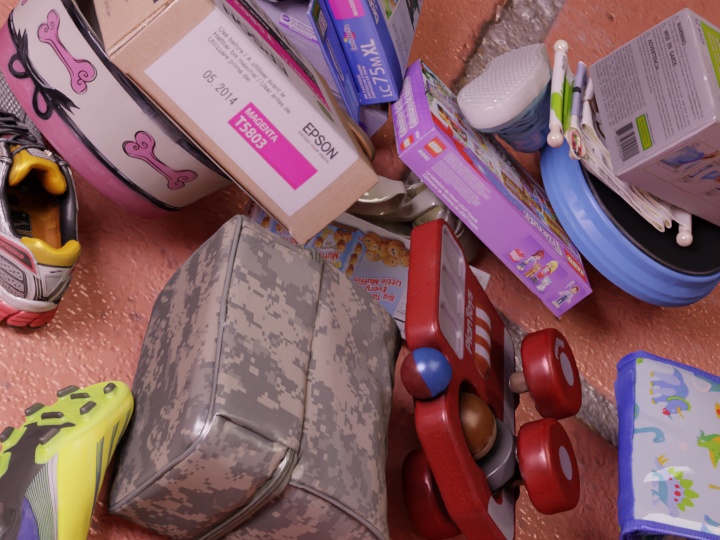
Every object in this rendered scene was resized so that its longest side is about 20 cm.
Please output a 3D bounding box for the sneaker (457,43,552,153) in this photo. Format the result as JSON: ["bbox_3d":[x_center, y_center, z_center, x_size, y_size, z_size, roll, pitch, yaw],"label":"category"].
[{"bbox_3d":[0.137,-0.134,1.321,0.082,0.074,0.200,68,23,-12],"label":"sneaker"}]

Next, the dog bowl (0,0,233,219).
[{"bbox_3d":[-0.168,-0.121,1.086,0.200,0.074,0.200,49,10,-12],"label":"dog bowl"}]

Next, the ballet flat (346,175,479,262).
[{"bbox_3d":[0.030,-0.045,1.248,0.200,0.069,0.069,6,54,-37],"label":"ballet flat"}]

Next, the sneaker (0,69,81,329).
[{"bbox_3d":[-0.222,-0.064,1.039,0.078,0.082,0.200,1,56,-40],"label":"sneaker"}]

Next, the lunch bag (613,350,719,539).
[{"bbox_3d":[0.270,0.175,1.218,0.200,0.127,0.170,35,41,-26],"label":"lunch bag"}]

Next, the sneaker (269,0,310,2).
[{"bbox_3d":[-0.089,-0.258,1.246,0.200,0.074,0.080,2,58,-37],"label":"sneaker"}]

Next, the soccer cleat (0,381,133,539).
[{"bbox_3d":[-0.183,0.141,0.932,0.084,0.065,0.200,64,29,-25],"label":"soccer cleat"}]

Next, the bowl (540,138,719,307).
[{"bbox_3d":[0.246,-0.063,1.374,0.201,0.039,0.201,23,46,-26],"label":"bowl"}]

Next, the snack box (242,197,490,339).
[{"bbox_3d":[0.000,0.000,1.184,0.200,0.072,0.024,23,1,-24],"label":"snack box"}]

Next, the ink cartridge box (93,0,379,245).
[{"bbox_3d":[-0.089,-0.135,1.065,0.200,0.075,0.165,45,11,-35],"label":"ink cartridge box"}]

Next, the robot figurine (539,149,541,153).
[{"bbox_3d":[0.237,-0.094,1.465,0.145,0.058,0.200,10,52,-35],"label":"robot figurine"}]

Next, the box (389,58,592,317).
[{"bbox_3d":[0.103,-0.068,1.283,0.200,0.039,0.137,44,19,-24],"label":"box"}]

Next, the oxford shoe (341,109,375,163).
[{"bbox_3d":[-0.083,-0.117,1.223,0.200,0.071,0.071,27,61,-12],"label":"oxford shoe"}]

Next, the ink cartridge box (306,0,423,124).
[{"bbox_3d":[0.009,-0.221,1.277,0.200,0.042,0.119,-73,150,-44],"label":"ink cartridge box"}]

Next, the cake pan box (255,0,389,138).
[{"bbox_3d":[-0.059,-0.213,1.326,0.200,0.052,0.184,24,47,-23],"label":"cake pan box"}]

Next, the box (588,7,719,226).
[{"bbox_3d":[0.298,-0.118,1.322,0.200,0.101,0.113,20,52,-42],"label":"box"}]

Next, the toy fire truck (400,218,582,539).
[{"bbox_3d":[0.071,0.084,1.088,0.168,0.112,0.200,55,29,-37],"label":"toy fire truck"}]

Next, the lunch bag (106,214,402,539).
[{"bbox_3d":[-0.052,0.092,1.007,0.168,0.139,0.200,26,45,-22],"label":"lunch bag"}]

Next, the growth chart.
[{"bbox_3d":[0.220,-0.108,1.324,0.200,0.018,0.145,34,43,-32],"label":"growth chart"}]
